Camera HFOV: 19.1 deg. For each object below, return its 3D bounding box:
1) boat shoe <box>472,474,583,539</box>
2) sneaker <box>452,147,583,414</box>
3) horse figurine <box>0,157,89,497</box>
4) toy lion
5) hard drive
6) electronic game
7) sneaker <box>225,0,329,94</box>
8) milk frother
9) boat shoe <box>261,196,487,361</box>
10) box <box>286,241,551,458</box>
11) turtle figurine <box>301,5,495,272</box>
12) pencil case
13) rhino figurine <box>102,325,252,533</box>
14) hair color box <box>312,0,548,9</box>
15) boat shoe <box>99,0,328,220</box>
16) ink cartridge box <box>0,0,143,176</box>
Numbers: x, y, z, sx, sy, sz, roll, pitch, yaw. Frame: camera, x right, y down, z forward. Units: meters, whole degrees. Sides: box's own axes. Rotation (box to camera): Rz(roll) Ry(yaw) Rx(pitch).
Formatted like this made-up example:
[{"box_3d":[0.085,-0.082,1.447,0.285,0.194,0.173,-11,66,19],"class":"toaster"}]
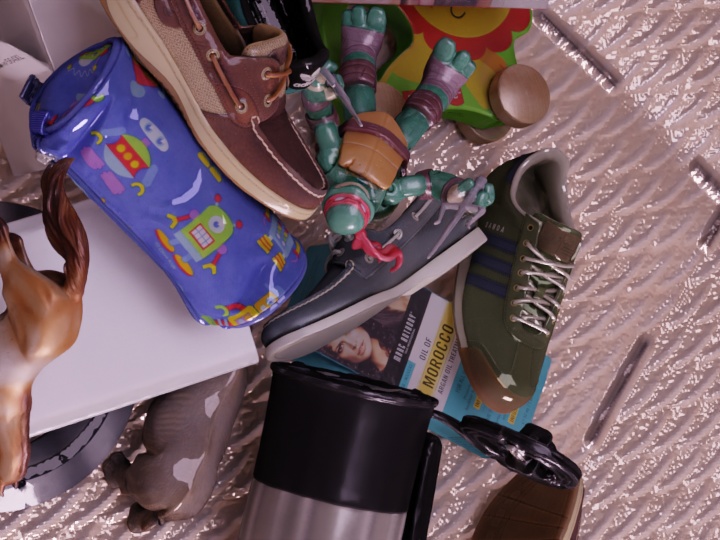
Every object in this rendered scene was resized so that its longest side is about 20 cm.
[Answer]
[{"box_3d":[0.119,0.237,1.562,0.072,0.072,0.201,48,55,-46],"class":"boat shoe"},{"box_3d":[0.118,-0.003,1.529,0.067,0.090,0.201,25,48,-29],"class":"sneaker"},{"box_3d":[-0.213,0.029,1.265,0.133,0.200,0.050,46,29,12],"class":"horse figurine"},{"box_3d":[0.047,-0.186,1.567,0.199,0.069,0.193,-11,84,-31],"class":"toy lion"},{"box_3d":[-0.177,0.025,1.358,0.199,0.027,0.133,-18,91,-17],"class":"hard drive"},{"box_3d":[-0.238,0.055,1.378,0.199,0.042,0.202,2,84,-23],"class":"electronic game"},{"box_3d":[-0.074,-0.205,1.328,0.071,0.080,0.201,-33,102,-29],"class":"sneaker"},{"box_3d":[0.025,0.175,1.421,0.180,0.199,0.190,11,92,-39],"class":"milk frother"},{"box_3d":[0.000,0.000,1.459,0.199,0.073,0.062,-29,84,-35],"class":"boat shoe"},{"box_3d":[0.040,0.059,1.540,0.199,0.049,0.083,28,72,-26],"class":"box"},{"box_3d":[0.011,-0.087,1.416,0.149,0.101,0.201,36,40,-18],"class":"turtle figurine"},{"box_3d":[-0.119,-0.049,1.298,0.087,0.078,0.200,-46,117,-8],"class":"pencil case"},{"box_3d":[-0.108,0.078,1.428,0.060,0.087,0.201,28,72,-26],"class":"rhino figurine"},{"box_3d":[0.046,-0.245,1.489,0.199,0.064,0.112,-2,119,-28],"class":"hair color box"},{"box_3d":[-0.072,-0.119,1.280,0.200,0.072,0.072,53,20,-19],"class":"boat shoe"},{"box_3d":[-0.164,-0.148,1.393,0.199,0.128,0.126,-25,99,-29],"class":"ink cartridge box"}]
